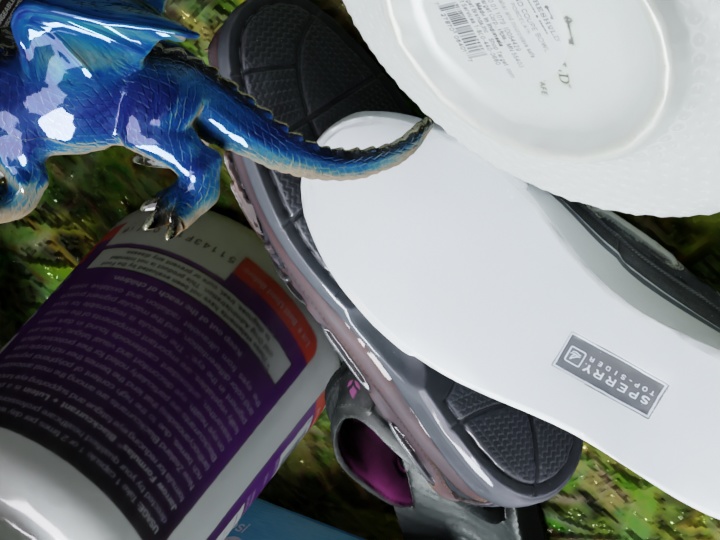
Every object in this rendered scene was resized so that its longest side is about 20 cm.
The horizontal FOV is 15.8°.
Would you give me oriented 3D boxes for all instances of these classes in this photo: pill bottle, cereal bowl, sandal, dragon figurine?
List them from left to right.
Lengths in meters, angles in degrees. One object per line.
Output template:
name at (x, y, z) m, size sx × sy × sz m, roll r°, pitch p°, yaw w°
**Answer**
pill bottle at (-0.102, 0.075, 0.970) m, size 0.111 × 0.200 × 0.111 m, roll 22°, pitch 139°, yaw 21°
dragon figurine at (-0.075, -0.067, 0.786) m, size 0.200 × 0.059 × 0.100 m, roll 3°, pitch 123°, yaw 0°
sandal at (0.026, 0.073, 0.987) m, size 0.075 × 0.048 × 0.201 m, roll 6°, pitch 132°, yaw 36°
cereal bowl at (0.067, -0.092, 0.756) m, size 0.200 × 0.083 × 0.200 m, roll 22°, pitch 140°, yaw 20°

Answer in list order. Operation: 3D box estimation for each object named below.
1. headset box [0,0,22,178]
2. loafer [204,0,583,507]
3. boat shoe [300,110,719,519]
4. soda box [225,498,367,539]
headset box at (-0.214, -0.102, 0.866) m, size 0.200 × 0.077 × 0.149 m, roll 43°, pitch 143°, yaw -24°
loafer at (0.000, 0.000, 0.902) m, size 0.200 × 0.072 × 0.063 m, roll 57°, pitch 146°, yaw -6°
boat shoe at (0.071, 0.009, 0.867) m, size 0.200 × 0.068 × 0.072 m, roll 31°, pitch 110°, yaw -2°
soda box at (-0.050, 0.138, 1.078) m, size 0.200 × 0.064 × 0.068 m, roll 17°, pitch 139°, yaw 43°
